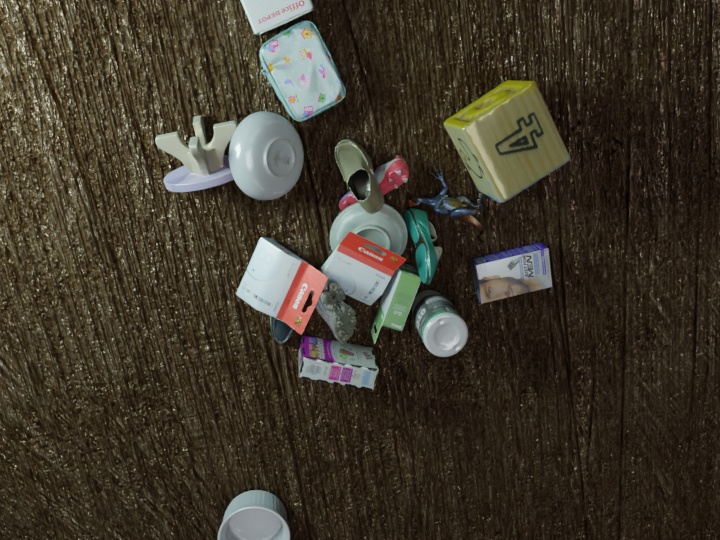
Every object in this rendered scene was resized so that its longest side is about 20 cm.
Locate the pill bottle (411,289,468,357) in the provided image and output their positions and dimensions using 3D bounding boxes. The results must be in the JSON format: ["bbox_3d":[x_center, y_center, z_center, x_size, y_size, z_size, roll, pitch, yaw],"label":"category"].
[{"bbox_3d":[0.193,0.126,1.590,0.111,0.200,0.115,-2,107,-6],"label":"pill bottle"}]

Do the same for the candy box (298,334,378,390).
[{"bbox_3d":[-0.060,0.236,1.627,0.196,0.137,0.062,11,107,-9],"label":"candy box"}]

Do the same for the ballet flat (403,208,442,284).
[{"bbox_3d":[0.165,-0.065,1.559,0.069,0.067,0.204,-6,69,-20],"label":"ballet flat"}]

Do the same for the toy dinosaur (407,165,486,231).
[{"bbox_3d":[0.211,-0.151,1.572,0.178,0.106,0.203,-5,125,19],"label":"toy dinosaur"}]

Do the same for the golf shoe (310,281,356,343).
[{"bbox_3d":[-0.074,0.100,1.627,0.078,0.096,0.202,-43,134,-30],"label":"golf shoe"}]

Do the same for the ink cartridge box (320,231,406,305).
[{"bbox_3d":[0.000,0.000,1.549,0.158,0.048,0.200,25,147,-12],"label":"ink cartridge box"}]

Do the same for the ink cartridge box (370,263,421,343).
[{"bbox_3d":[0.088,0.087,1.616,0.058,0.104,0.203,17,104,-11],"label":"ink cartridge box"}]

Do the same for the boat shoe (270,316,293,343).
[{"bbox_3d":[-0.184,0.099,1.610,0.074,0.062,0.203,16,105,-13],"label":"boat shoe"}]

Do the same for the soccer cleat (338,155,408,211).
[{"bbox_3d":[0.032,-0.208,1.550,0.198,0.077,0.067,-31,130,21],"label":"soccer cleat"}]

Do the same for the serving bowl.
[{"bbox_3d":[-0.200,-0.259,1.443,0.198,0.065,0.204,-15,111,-44],"label":"serving bowl"}]

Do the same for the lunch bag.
[{"bbox_3d":[-0.137,-0.454,1.442,0.158,0.077,0.202,-27,108,3],"label":"lunch bag"}]

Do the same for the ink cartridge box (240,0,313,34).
[{"bbox_3d":[-0.204,-0.638,1.375,0.143,0.084,0.203,-23,108,0],"label":"ink cartridge box"}]

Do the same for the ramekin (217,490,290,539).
[{"bbox_3d":[-0.295,0.718,1.764,0.196,0.098,0.205,-2,106,-6],"label":"ramekin"}]

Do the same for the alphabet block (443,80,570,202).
[{"bbox_3d":[0.339,-0.307,1.483,0.195,0.196,0.202,-32,107,2],"label":"alphabet block"}]

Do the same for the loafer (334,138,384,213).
[{"bbox_3d":[-0.006,-0.231,1.487,0.075,0.068,0.202,-32,72,12],"label":"loafer"}]

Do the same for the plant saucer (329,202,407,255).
[{"bbox_3d":[0.022,-0.072,1.564,0.196,0.051,0.203,-2,121,-3],"label":"plant saucer"}]

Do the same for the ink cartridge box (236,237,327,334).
[{"bbox_3d":[-0.194,0.037,1.537,0.198,0.047,0.162,32,103,24],"label":"ink cartridge box"}]

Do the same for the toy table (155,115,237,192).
[{"bbox_3d":[-0.361,-0.264,1.430,0.197,0.184,0.119,-19,125,-12],"label":"toy table"}]

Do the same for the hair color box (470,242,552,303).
[{"bbox_3d":[0.394,0.006,1.650,0.196,0.065,0.111,-13,108,-1],"label":"hair color box"}]
